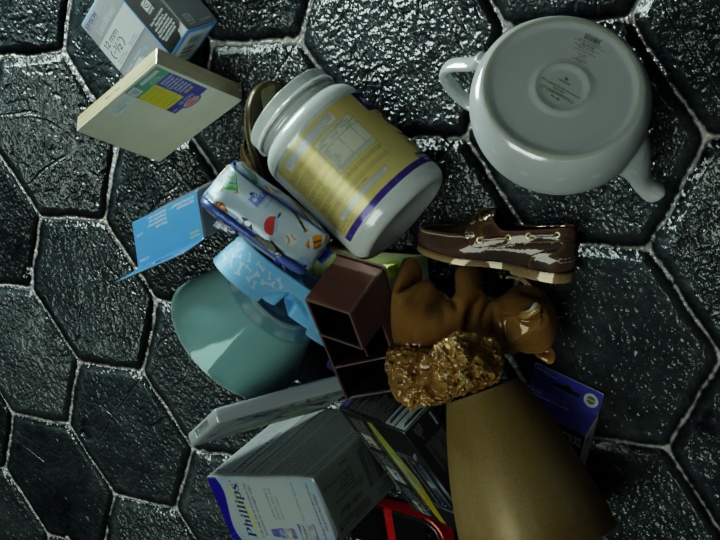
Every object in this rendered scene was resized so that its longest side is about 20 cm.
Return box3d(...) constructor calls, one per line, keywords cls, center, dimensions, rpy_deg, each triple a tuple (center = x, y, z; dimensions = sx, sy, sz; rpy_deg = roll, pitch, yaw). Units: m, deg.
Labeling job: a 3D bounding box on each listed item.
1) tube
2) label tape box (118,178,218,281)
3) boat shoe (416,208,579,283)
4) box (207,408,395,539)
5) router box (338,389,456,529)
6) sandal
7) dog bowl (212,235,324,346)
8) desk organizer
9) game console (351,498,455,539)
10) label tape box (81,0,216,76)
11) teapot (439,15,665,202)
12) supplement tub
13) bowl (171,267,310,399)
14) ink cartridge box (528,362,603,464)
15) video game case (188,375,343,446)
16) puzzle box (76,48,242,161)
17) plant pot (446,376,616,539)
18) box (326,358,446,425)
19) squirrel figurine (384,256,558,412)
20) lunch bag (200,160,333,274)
box3d(cls="tube", center=(0.000, 0.000, 1.623), dimensions=(0.200, 0.058, 0.052), rpy_deg=(10, 75, 28))
box3d(cls="label tape box", center=(-0.219, -0.068, 1.649), dimensions=(0.144, 0.200, 0.063), rpy_deg=(-20, 99, 42))
box3d(cls="boat shoe", center=(0.159, -0.038, 1.470), dimensions=(0.200, 0.070, 0.070), rpy_deg=(10, 114, 26))
box3d(cls="box", center=(-0.069, 0.278, 1.727), dimensions=(0.200, 0.184, 0.105), rpy_deg=(-6, 110, 40))
box3d(cls="router box", center=(0.078, 0.242, 1.612), dimensions=(0.157, 0.052, 0.200), rpy_deg=(12, 141, 57))
box3d(cls="sandal", center=(-0.119, -0.144, 1.625), dimensions=(0.055, 0.082, 0.200), rpy_deg=(16, 129, 38))
box3d(cls="dog bowl", center=(-0.089, 0.024, 1.585), dimensions=(0.200, 0.111, 0.050), rpy_deg=(36, 98, -16))
box3d(cls="desk organizer", center=(0.004, 0.079, 1.528), dimensions=(0.072, 0.077, 0.200), rpy_deg=(17, 145, 31))
box3d(cls="game console", center=(0.064, 0.416, 1.805), dimensions=(0.177, 0.031, 0.200), rpy_deg=(9, 117, 39))
box3d(cls="label tape box", center=(-0.298, -0.346, 1.657), dimensions=(0.200, 0.066, 0.143), rpy_deg=(48, 133, 4))
box3d(cls="teapot", center=(0.201, -0.157, 1.322), dimensions=(0.146, 0.197, 0.200), rpy_deg=(81, 174, -69))
box3d(cls="supplement tub", center=(-0.018, -0.128, 1.503), dimensions=(0.200, 0.145, 0.145), rpy_deg=(44, 132, 10))
box3d(cls="bowl", center=(-0.139, 0.060, 1.675), dimensions=(0.201, 0.201, 0.105), rpy_deg=(48, 117, 7))
box3d(cls="ink cartridge box", center=(0.233, 0.218, 1.568), dimensions=(0.095, 0.037, 0.200), rpy_deg=(24, 123, 25))
box3d(cls="video game case", center=(-0.114, 0.182, 1.668), dimensions=(0.182, 0.200, 0.022), rpy_deg=(137, 117, -66))
box3d(cls="puzzle box", center=(-0.265, -0.213, 1.668), dimensions=(0.200, 0.133, 0.025), rpy_deg=(-28, 53, 42))
box3d(cls="plant pot", center=(0.179, 0.234, 1.491), dimensions=(0.186, 0.186, 0.200), rpy_deg=(-23, 85, 42))
box3d(cls="box", center=(0.057, 0.131, 1.648), dimensions=(0.200, 0.048, 0.117), rpy_deg=(32, 128, 18))
box3d(cls="squirrel figurine", center=(0.130, 0.084, 1.467), dimensions=(0.186, 0.200, 0.142), rpy_deg=(1, 130, 21))
box3d(cls="lunch bag", center=(-0.106, -0.058, 1.503), dimensions=(0.160, 0.200, 0.076), rpy_deg=(37, 93, -4))
